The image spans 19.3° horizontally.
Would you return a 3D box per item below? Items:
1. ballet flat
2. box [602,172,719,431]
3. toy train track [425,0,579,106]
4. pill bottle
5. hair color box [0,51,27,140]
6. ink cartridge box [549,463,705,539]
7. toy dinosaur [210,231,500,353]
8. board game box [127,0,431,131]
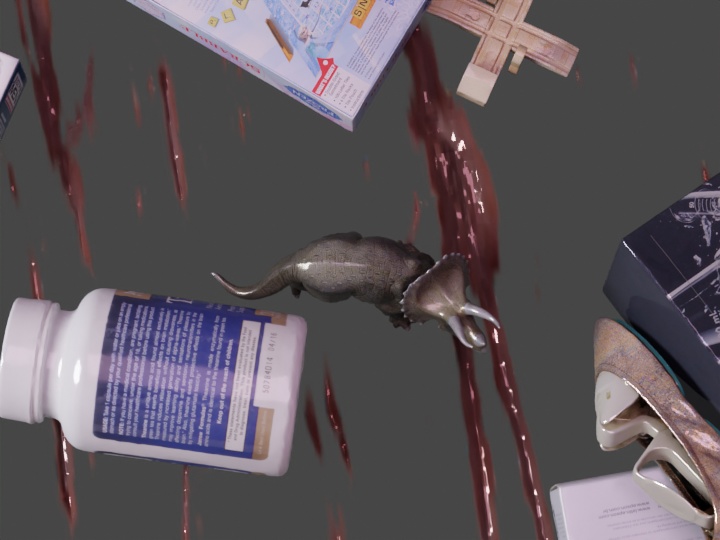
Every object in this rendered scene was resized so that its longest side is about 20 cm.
[{"bbox_3d":[0.201,0.110,1.434,0.067,0.068,0.200,-29,53,-17],"label":"ballet flat"},{"bbox_3d":[0.299,0.025,1.444,0.182,0.104,0.200,-34,74,-12],"label":"box"},{"bbox_3d":[0.121,-0.215,1.536,0.114,0.033,0.201,24,79,2],"label":"toy train track"},{"bbox_3d":[-0.139,0.072,1.435,0.198,0.111,0.112,8,80,-1],"label":"pill bottle"},{"bbox_3d":[-0.318,-0.069,1.477,0.099,0.061,0.201,22,79,1],"label":"hair color box"},{"bbox_3d":[0.245,0.229,1.459,0.198,0.041,0.202,-9,79,-5],"label":"ink cartridge box"},{"bbox_3d":[0.000,0.000,1.458,0.199,0.102,0.078,16,79,-1],"label":"toy dinosaur"},{"bbox_3d":[-0.040,-0.235,1.526,0.199,0.041,0.201,31,80,5],"label":"board game box"}]
